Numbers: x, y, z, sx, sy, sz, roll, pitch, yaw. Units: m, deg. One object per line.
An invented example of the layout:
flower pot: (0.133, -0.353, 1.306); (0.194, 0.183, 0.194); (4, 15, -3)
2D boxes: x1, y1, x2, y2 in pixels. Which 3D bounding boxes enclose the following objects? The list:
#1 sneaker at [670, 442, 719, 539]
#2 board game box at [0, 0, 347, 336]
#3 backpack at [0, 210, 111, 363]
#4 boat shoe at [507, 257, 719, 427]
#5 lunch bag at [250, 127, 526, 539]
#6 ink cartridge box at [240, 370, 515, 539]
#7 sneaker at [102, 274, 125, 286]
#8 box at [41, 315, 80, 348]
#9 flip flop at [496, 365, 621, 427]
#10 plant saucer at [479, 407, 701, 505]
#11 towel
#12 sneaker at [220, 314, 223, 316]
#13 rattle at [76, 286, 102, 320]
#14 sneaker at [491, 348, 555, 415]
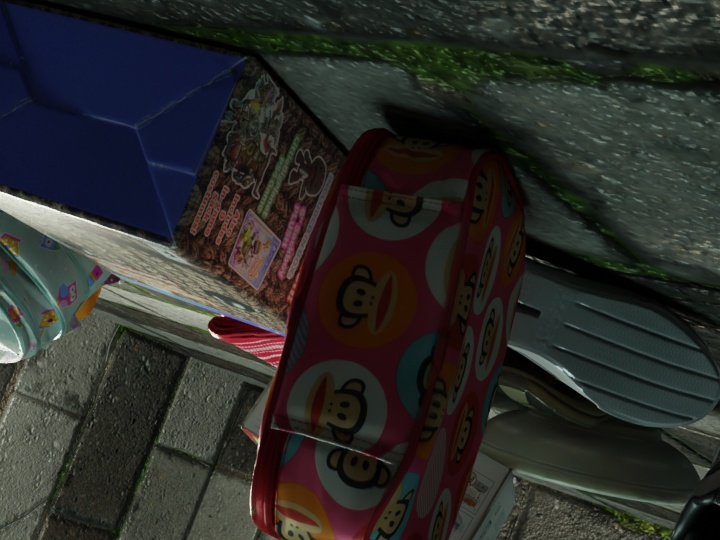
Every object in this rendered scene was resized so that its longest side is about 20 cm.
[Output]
sneaker: (0.265, 0.199, 0.922); (0.077, 0.140, 0.201); (23, 144, 34)
board game box: (-0.099, -0.046, 0.685); (0.159, 0.097, 0.200); (17, 170, 25)
backpack: (-0.260, -0.038, 0.840); (0.166, 0.127, 0.200); (7, 140, 50)
boat shoe: (0.124, 0.028, 0.749); (0.199, 0.072, 0.062); (27, -166, -13)
lunch bag: (0.026, 0.046, 0.618); (0.082, 0.201, 0.176); (13, 168, 21)
ink cartridge box: (0.023, 0.163, 1.033); (0.199, 0.084, 0.176); (29, 167, 18)
sneaker: (-0.197, -0.019, 1.082); (0.199, 0.091, 0.075); (28, 169, -33)
box: (-0.273, -0.036, 0.936); (0.041, 0.039, 0.201); (-14, 103, 56)
flip flop: (0.176, 0.084, 0.961); (0.199, 0.058, 0.081); (9, -176, -36)
plant saucer: (0.186, 0.140, 1.024); (0.199, 0.051, 0.200); (12, -179, 0)
towel: (-0.022, 0.085, 1.093); (0.144, 0.023, 0.200); (0, 156, 39)
sneaker: (-0.070, 0.011, 1.084); (0.199, 0.079, 0.115); (-3, 149, 40)
rattle: (-0.165, -0.006, 0.936); (0.199, 0.143, 0.130); (19, 168, 29)
sneaker: (0.084, 0.086, 1.152); (0.199, 0.076, 0.091); (0, 152, 43)
